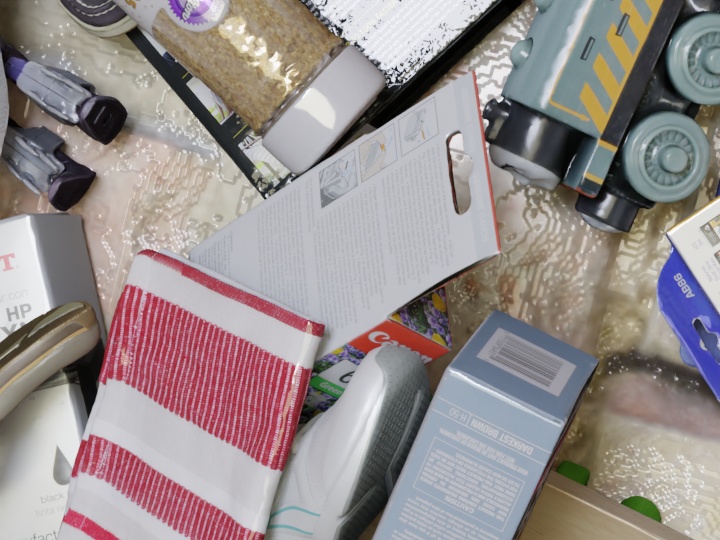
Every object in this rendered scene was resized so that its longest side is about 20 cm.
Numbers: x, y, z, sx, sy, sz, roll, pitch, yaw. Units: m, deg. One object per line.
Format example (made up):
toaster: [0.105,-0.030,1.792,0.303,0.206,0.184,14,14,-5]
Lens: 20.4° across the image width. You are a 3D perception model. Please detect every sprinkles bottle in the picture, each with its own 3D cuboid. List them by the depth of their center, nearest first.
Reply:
sprinkles bottle: [-0.080,-0.138,0.999,0.200,0.068,0.068,43,97,-2]

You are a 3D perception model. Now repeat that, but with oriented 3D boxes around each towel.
towel: [-0.092,0.100,0.970,0.144,0.023,0.201,22,97,46]

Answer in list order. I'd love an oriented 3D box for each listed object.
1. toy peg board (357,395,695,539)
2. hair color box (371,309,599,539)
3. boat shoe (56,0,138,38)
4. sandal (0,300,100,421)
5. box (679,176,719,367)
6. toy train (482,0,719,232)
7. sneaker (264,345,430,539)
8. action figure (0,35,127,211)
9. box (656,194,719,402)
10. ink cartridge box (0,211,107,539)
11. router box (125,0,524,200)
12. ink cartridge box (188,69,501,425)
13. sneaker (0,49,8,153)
toy peg board: [0.055,0.172,1.049,0.199,0.098,0.200,25,110,10]
hair color box: [0.040,0.129,0.937,0.060,0.099,0.201,26,110,9]
boat shoe: [-0.165,-0.216,1.064,0.072,0.065,0.201,-25,69,13]
sandal: [-0.204,0.091,1.011,0.199,0.080,0.054,-36,107,4]
box: [0.244,-0.035,1.035,0.120,0.032,0.202,13,93,9]
toy train: [0.139,-0.123,1.013,0.113,0.085,0.201,23,96,-14]
sneaker: [-0.031,0.108,0.959,0.080,0.070,0.201,37,124,17]
action figure: [-0.222,-0.119,1.096,0.199,0.069,0.131,34,104,12]
box: [0.247,-0.012,0.999,0.199,0.041,0.119,-34,86,6]
ink cartridge box: [-0.209,0.081,1.084,0.144,0.084,0.202,-13,89,10]
router box: [-0.015,-0.151,1.067,0.200,0.051,0.149,-42,82,7]
ink cartridge box: [0.000,0.000,0.970,0.199,0.050,0.110,-31,49,33]
sneaker: [-0.250,-0.123,1.038,0.114,0.080,0.201,-1,83,23]
